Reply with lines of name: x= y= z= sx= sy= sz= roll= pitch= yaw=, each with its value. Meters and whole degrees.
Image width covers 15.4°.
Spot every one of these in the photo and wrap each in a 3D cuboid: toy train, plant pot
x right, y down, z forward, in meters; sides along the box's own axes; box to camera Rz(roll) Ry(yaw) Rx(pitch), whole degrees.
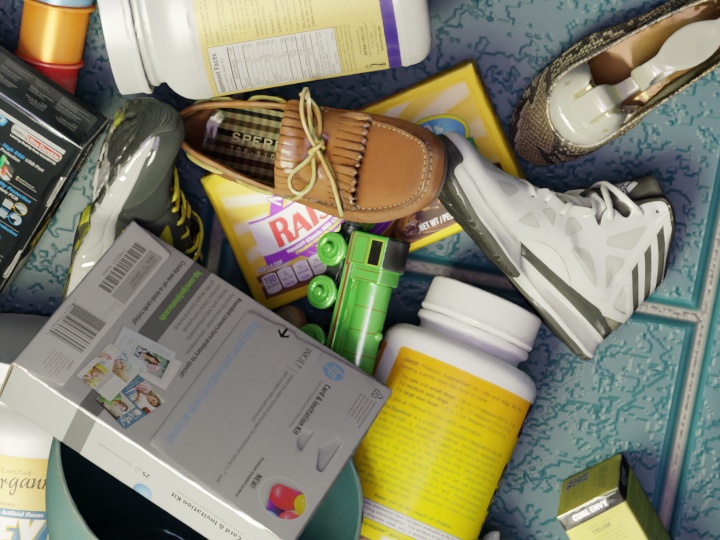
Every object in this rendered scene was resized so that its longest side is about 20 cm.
toy train: x=0.000 y=0.000 z=1.719 sx=0.056 sy=0.042 sz=0.201 roll=13 pitch=91 yaw=32
plant pot: x=-0.114 y=0.166 z=1.675 sx=0.199 sy=0.200 sz=0.135 roll=28 pitch=133 yaw=-2

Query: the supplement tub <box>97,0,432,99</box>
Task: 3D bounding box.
supplement tub: x=-0.062 y=-0.186 z=1.668 sx=0.199 sy=0.145 sz=0.146 roll=-9 pitch=103 yaw=2

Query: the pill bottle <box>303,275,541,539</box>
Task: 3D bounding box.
pill bottle: x=0.046 y=0.110 z=1.742 sx=0.109 sy=0.109 sz=0.201 roll=23 pitch=86 yaw=0

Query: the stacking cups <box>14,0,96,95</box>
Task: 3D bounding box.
stacking cups: x=-0.191 y=-0.196 z=1.738 sx=0.060 sy=0.061 sz=0.201 roll=11 pitch=109 yaw=3

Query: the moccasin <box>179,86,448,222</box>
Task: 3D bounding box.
moccasin: x=-0.033 y=-0.077 z=1.677 sx=0.201 sy=0.078 sz=0.074 roll=19 pitch=95 yaw=36

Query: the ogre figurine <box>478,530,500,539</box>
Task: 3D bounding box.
ogre figurine: x=0.077 y=0.259 z=1.801 sx=0.120 sy=0.098 sz=0.201 roll=-30 pitch=66 yaw=24

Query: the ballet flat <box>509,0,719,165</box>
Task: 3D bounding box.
ballet flat: x=0.179 y=-0.129 z=1.703 sx=0.200 sy=0.075 sz=0.068 roll=-32 pitch=100 yaw=12

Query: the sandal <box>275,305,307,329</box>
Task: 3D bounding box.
sandal: x=-0.114 y=0.109 z=1.779 sx=0.069 sy=0.078 sz=0.212 roll=20 pitch=112 yaw=-32

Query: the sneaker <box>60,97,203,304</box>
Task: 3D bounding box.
sneaker: x=-0.136 y=-0.038 z=1.738 sx=0.084 sy=0.075 sz=0.200 roll=14 pitch=141 yaw=-12

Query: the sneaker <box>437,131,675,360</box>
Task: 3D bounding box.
sneaker: x=0.128 y=-0.044 z=1.718 sx=0.115 sy=0.076 sz=0.201 roll=-42 pitch=123 yaw=-1

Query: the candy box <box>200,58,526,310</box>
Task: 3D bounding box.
candy box: x=0.003 y=-0.055 z=1.764 sx=0.199 sy=0.026 sz=0.103 roll=-23 pitch=97 yaw=10

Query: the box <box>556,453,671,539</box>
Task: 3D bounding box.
box: x=0.202 y=0.227 z=1.789 sx=0.050 sy=0.075 sz=0.200 roll=-28 pitch=100 yaw=14

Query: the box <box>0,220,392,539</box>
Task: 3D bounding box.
box: x=-0.099 y=0.076 z=1.638 sx=0.200 sy=0.156 sz=0.041 roll=32 pitch=135 yaw=4

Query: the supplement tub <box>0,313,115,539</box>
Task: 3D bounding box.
supplement tub: x=-0.228 y=0.142 z=1.772 sx=0.144 sy=0.145 sz=0.201 roll=9 pitch=104 yaw=3

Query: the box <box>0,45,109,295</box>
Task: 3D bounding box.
box: x=-0.286 y=-0.091 z=1.745 sx=0.200 sy=0.046 sz=0.159 roll=34 pitch=126 yaw=-2
